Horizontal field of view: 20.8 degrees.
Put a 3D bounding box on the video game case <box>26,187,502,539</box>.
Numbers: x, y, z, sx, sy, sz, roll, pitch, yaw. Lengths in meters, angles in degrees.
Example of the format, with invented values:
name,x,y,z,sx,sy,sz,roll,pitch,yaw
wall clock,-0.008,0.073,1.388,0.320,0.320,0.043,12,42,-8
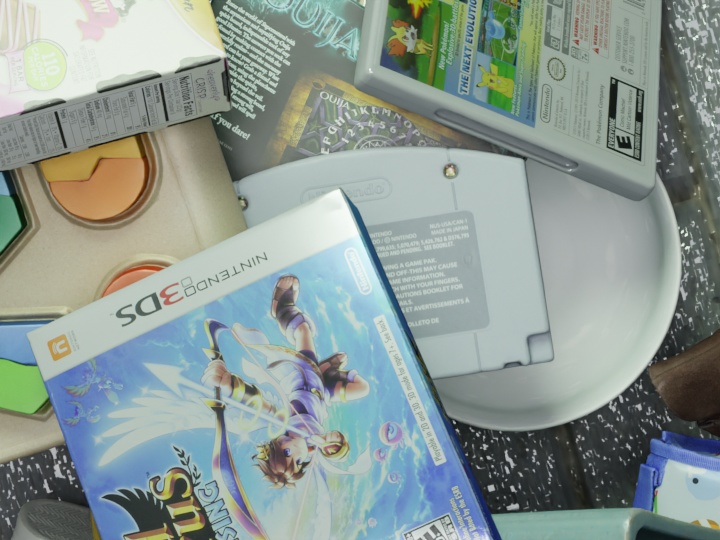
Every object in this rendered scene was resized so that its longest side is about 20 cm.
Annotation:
name,x,y,z,sx,sy,sz,roll,pitch,yaw
video game case,-0.050,0.086,0.982,0.181,0.045,0.200,-25,73,6

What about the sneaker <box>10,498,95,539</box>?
name,x,y,z,sx,sy,sz,roll,pitch,yaw
sneaker,-0.129,0.222,1.195,0.200,0.074,0.116,21,110,-8

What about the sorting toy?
name,x,y,z,sx,sy,sz,roll,pitch,yaw
sorting toy,-0.159,-0.002,1.047,0.200,0.036,0.185,-19,96,-1

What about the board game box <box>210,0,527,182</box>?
name,x,y,z,sx,sy,sz,roll,pitch,yaw
board game box,-0.012,-0.081,1.115,0.200,0.028,0.135,33,93,0

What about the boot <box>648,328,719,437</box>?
name,x,y,z,sx,sy,sz,roll,pitch,yaw
boot,0.283,0.051,1.166,0.166,0.200,0.072,-33,53,27

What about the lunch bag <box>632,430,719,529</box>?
name,x,y,z,sx,sy,sz,roll,pitch,yaw
lunch bag,0.250,0.193,1.158,0.200,0.124,0.170,9,93,-7

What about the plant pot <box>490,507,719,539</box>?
name,x,y,z,sx,sy,sz,roll,pitch,yaw
plant pot,0.080,0.226,1.049,0.200,0.196,0.196,0,79,29

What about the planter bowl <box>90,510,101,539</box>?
name,x,y,z,sx,sy,sz,roll,pitch,yaw
planter bowl,-0.053,0.127,1.157,0.200,0.083,0.201,-15,53,21

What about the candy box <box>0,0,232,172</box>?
name,x,y,z,sx,sy,sz,roll,pitch,yaw
candy box,-0.179,-0.127,1.007,0.200,0.061,0.137,-16,68,-8

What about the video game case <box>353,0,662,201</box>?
name,x,y,z,sx,sy,sz,roll,pitch,yaw
video game case,0.091,-0.152,1.119,0.182,0.022,0.200,20,54,-18

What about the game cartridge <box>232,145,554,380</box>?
name,x,y,z,sx,sy,sz,roll,pitch,yaw
game cartridge,0.000,0.000,1.087,0.200,0.040,0.134,-8,97,3

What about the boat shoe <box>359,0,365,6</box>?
name,x,y,z,sx,sy,sz,roll,pitch,yaw
boat shoe,0.032,-0.174,1.179,0.071,0.063,0.200,19,90,2

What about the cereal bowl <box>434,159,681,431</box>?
name,x,y,z,sx,sy,sz,roll,pitch,yaw
cereal bowl,0.089,-0.007,1.172,0.200,0.083,0.201,0,91,0
